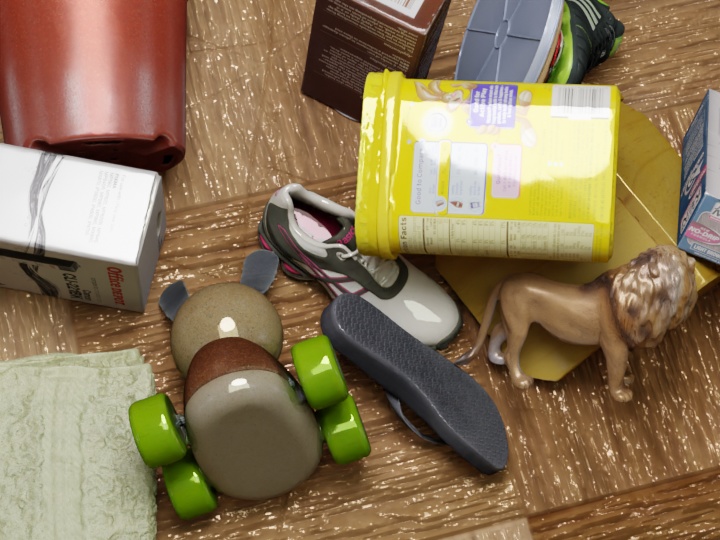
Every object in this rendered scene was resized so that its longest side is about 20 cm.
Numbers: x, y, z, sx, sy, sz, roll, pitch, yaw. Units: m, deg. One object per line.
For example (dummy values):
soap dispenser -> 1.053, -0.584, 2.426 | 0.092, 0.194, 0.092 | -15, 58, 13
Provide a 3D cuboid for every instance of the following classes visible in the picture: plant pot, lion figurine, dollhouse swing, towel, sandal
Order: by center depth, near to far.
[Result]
towel -> -0.236, 0.162, 1.212 | 0.148, 0.036, 0.200 | -3, 70, -8
lion figurine -> 0.172, 0.035, 1.218 | 0.200, 0.072, 0.123 | 3, 110, 16
sandal -> 0.045, 0.096, 1.251 | 0.200, 0.043, 0.076 | 42, 35, -5
plant pot -> -0.229, -0.184, 1.260 | 0.200, 0.201, 0.196 | -4, 80, -8
dollhouse swing -> 0.199, -0.025, 1.325 | 0.200, 0.176, 0.182 | 51, 32, 12

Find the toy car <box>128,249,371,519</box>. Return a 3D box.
toy car -> -0.103, 0.073, 1.224 | 0.164, 0.158, 0.200 | -19, 49, 0

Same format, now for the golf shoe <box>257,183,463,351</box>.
golf shoe -> 0.000, 0.000, 1.268 | 0.200, 0.088, 0.077 | 32, 69, 4

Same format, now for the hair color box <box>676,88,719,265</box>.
hair color box -> 0.331, -0.074, 1.288 | 0.100, 0.061, 0.200 | 22, 34, 0

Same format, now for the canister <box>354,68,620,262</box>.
canister -> 0.103, -0.080, 1.186 | 0.200, 0.087, 0.149 | 3, 85, 9

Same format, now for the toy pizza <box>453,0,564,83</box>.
toy pizza -> 0.136, -0.201, 1.297 | 0.032, 0.200, 0.200 | 17, 69, -17

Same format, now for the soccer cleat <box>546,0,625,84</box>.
soccer cleat -> 0.197, -0.208, 1.330 | 0.081, 0.068, 0.200 | 20, 32, -7

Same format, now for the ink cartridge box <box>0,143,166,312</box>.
ink cartridge box -> -0.266, -0.038, 1.220 | 0.200, 0.144, 0.084 | 10, 72, -3

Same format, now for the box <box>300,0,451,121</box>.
box -> 0.014, -0.201, 1.278 | 0.100, 0.200, 0.075 | 27, 68, 3
